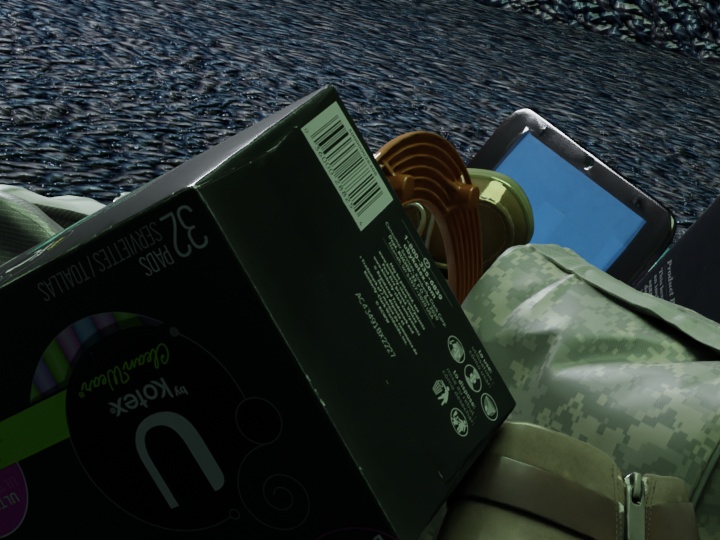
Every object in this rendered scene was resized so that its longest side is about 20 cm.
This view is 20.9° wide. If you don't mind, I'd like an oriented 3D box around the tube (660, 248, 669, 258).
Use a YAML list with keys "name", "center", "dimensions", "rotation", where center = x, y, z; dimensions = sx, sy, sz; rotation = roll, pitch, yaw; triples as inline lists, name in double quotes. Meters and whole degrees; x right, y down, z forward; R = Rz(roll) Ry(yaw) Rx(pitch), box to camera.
- name: "tube"
  center: [0.207, 0.072, 1.133]
  dimensions: [0.077, 0.051, 0.201]
  rotation: [-7, 55, -37]

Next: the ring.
- name: "ring"
  center: [0.024, 0.032, 0.961]
  dimensions: [0.019, 0.202, 0.200]
  rotation: [10, 13, 26]

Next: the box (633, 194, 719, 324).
- name: "box"
  center: [0.249, 0.053, 1.008]
  dimensions: [0.198, 0.199, 0.124]
  rotation: [9, 58, -18]

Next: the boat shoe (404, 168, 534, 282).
- name: "boat shoe"
  center: [-0.002, -0.002, 1.075]
  dimensions: [0.199, 0.074, 0.063]
  rotation: [-11, 23, 19]

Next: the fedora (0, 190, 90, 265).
- name: "fedora"
  center: [-0.167, 0.026, 0.886]
  dimensions: [0.199, 0.091, 0.178]
  rotation: [20, 62, 17]

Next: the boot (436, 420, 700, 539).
- name: "boot"
  center: [0.044, 0.128, 0.734]
  dimensions: [0.199, 0.147, 0.070]
  rotation: [17, -21, -25]

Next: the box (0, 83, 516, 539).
- name: "box"
  center: [-0.073, 0.049, 0.734]
  dimensions: [0.199, 0.149, 0.124]
  rotation: [-26, 9, 30]

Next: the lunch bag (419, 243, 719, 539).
- name: "lunch bag"
  center: [0.118, 0.092, 0.885]
  dimensions: [0.139, 0.169, 0.200]
  rotation: [-1, 21, -38]

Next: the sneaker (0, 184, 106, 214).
- name: "sneaker"
  center: [-0.185, -0.012, 1.196]
  dimensions: [0.084, 0.073, 0.200]
  rotation: [15, 14, 21]

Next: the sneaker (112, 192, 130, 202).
- name: "sneaker"
  center: [-0.094, -0.024, 1.230]
  dimensions: [0.080, 0.077, 0.200]
  rotation: [-13, 5, 16]

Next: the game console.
- name: "game console"
  center: [0.057, -0.018, 1.160]
  dimensions: [0.171, 0.120, 0.200]
  rotation: [3, 22, -27]
